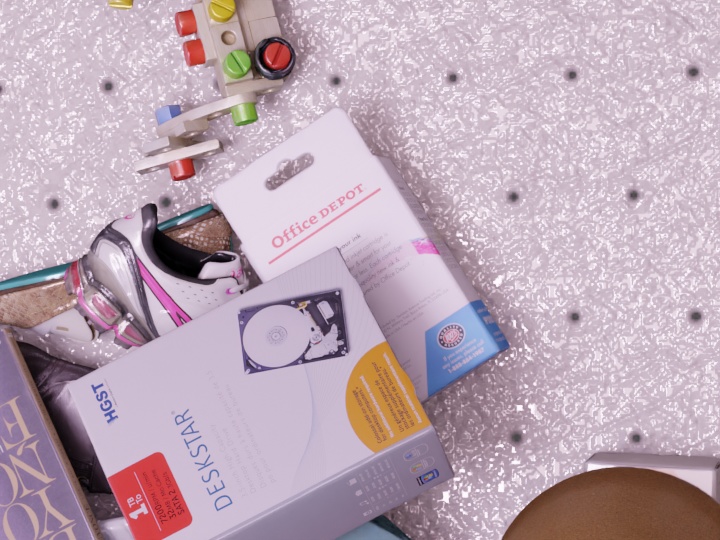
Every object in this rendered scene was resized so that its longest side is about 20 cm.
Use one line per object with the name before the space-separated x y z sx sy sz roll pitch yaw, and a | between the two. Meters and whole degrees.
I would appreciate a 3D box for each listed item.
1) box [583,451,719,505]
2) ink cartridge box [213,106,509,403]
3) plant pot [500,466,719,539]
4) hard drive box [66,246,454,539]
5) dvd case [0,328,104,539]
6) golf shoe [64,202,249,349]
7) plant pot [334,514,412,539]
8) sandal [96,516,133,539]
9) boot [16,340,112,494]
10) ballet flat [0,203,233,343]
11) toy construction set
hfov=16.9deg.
box | 0.193 0.225 1.631 0.095 0.078 0.201 1 91 12
ink cartridge box | 0.000 0.000 1.669 0.115 0.068 0.200 -33 85 9
plant pot | 0.152 0.225 1.498 0.186 0.200 0.187 0 92 13
hard drive box | -0.064 0.103 1.561 0.200 0.077 0.156 -28 59 -2
dvd case | -0.262 0.162 1.664 0.148 0.016 0.200 -29 80 17
golf shoe | -0.100 0.036 1.653 0.200 0.073 0.092 37 112 -23
plant pot | -0.055 0.242 1.630 0.141 0.141 0.200 31 90 -22
sandal | -0.124 0.196 1.695 0.202 0.050 0.083 -9 110 -10
boot | -0.210 0.141 1.714 0.174 0.069 0.200 18 106 0
ballet flat | -0.180 0.015 1.706 0.200 0.071 0.065 -19 96 13
toy construction set | -0.121 -0.164 1.678 0.131 0.092 0.201 -13 97 -14
